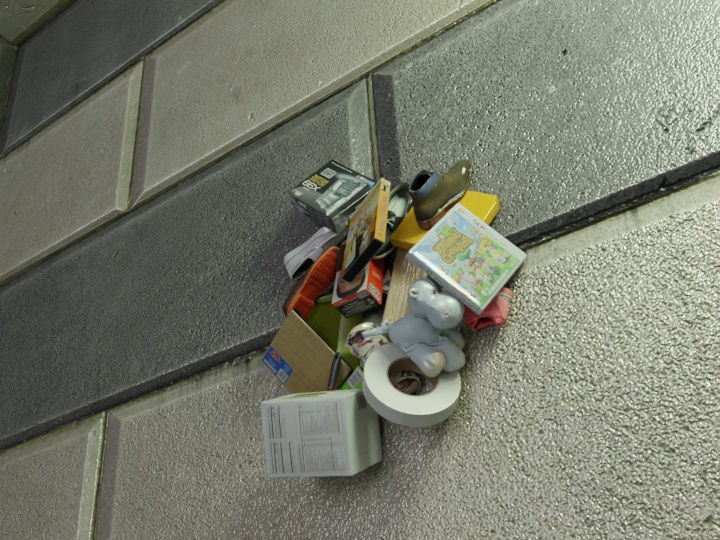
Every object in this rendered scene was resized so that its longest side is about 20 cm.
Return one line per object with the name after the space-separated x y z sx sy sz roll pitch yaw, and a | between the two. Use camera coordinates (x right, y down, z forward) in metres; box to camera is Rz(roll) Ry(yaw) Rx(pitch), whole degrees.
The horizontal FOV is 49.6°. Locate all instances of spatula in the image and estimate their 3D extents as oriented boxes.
-0.065 0.280 1.696 0.056 0.020 0.206 7 87 41 | spatula

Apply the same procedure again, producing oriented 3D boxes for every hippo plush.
0.138 0.088 1.538 0.198 0.158 0.164 31 121 27 | hippo plush

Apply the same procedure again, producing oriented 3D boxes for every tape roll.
0.099 0.220 1.534 0.203 0.199 0.038 49 144 42 | tape roll

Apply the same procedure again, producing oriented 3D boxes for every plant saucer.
-0.087 0.139 1.812 0.196 0.048 0.205 -12 62 36 | plant saucer

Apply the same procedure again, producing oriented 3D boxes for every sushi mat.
0.102 0.031 1.684 0.094 0.012 0.205 0 71 39 | sushi mat

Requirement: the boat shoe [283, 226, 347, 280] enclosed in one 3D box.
-0.103 -0.043 1.909 0.198 0.073 0.067 -35 61 29 | boat shoe

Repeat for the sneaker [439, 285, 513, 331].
0.212 0.078 1.579 0.196 0.073 0.089 -5 67 37 | sneaker

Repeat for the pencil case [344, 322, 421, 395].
0.043 0.198 1.655 0.089 0.078 0.200 -37 48 -4 | pencil case

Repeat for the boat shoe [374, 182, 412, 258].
0.065 -0.116 1.752 0.074 0.061 0.203 16 55 15 | boat shoe

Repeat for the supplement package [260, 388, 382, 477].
-0.079 0.329 1.591 0.195 0.151 0.155 -8 85 25 | supplement package

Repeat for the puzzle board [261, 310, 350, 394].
-0.125 0.213 1.765 0.200 0.017 0.152 43 113 21 | puzzle board

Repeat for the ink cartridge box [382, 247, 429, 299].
0.122 -0.032 1.732 0.098 0.039 0.204 15 78 43 | ink cartridge box

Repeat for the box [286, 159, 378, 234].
-0.063 -0.183 1.904 0.157 0.051 0.199 -37 43 -21 | box

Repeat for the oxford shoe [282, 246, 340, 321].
-0.119 0.024 1.824 0.202 0.071 0.072 -54 36 -7 | oxford shoe

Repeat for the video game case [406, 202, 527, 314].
0.212 -0.028 1.530 0.181 0.022 0.200 38 50 12 | video game case

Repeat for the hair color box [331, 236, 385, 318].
0.000 0.000 1.764 0.100 0.061 0.203 -24 39 28 | hair color box

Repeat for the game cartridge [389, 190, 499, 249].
0.184 -0.105 1.683 0.197 0.033 0.177 16 58 41 | game cartridge

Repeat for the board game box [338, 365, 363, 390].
-0.038 0.316 1.699 0.201 0.030 0.096 -50 47 6 | board game box

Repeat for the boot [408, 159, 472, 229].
0.175 -0.192 1.677 0.074 0.098 0.201 13 56 40 | boot

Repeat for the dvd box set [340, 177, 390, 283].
0.013 -0.090 1.715 0.147 0.029 0.203 -49 23 40 | dvd box set
